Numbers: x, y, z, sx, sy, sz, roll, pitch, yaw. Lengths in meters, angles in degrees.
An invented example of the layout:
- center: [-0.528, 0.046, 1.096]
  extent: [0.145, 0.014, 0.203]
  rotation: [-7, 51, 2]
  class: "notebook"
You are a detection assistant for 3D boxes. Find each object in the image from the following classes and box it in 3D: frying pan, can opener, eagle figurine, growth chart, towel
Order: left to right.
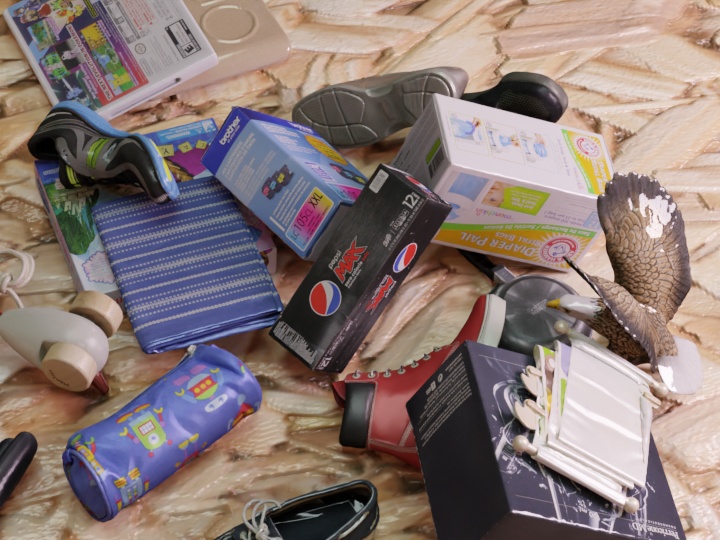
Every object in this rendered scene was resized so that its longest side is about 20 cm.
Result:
- center: [-0.345, 0.222, 1.594]
  extent: [0.063, 0.079, 0.200]
  rotation: [-18, 35, 34]
  class: "can opener"
- center: [-0.171, -0.007, 1.768]
  extent: [0.145, 0.024, 0.200]
  rotation: [-15, 51, -14]
  class: "towel"
- center: [0.168, 0.017, 1.818]
  extent: [0.115, 0.031, 0.190]
  rotation: [-8, 54, -11]
  class: "frying pan"
- center: [0.199, 0.121, 1.565]
  extent: [0.145, 0.018, 0.200]
  rotation: [34, 36, -7]
  class: "growth chart"
- center: [0.250, 0.030, 1.695]
  extent: [0.151, 0.200, 0.152]
  rotation: [-15, 52, -17]
  class: "eagle figurine"

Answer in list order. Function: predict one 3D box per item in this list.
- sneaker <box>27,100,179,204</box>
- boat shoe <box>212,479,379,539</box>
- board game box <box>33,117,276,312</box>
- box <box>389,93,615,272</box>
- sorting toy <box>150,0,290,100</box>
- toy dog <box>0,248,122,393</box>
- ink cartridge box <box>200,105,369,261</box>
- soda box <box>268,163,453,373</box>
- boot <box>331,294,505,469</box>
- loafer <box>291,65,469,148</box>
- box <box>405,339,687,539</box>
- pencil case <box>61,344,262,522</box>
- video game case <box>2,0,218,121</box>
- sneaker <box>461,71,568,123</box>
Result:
- center: [-0.258, -0.105, 1.809]
  extent: [0.199, 0.071, 0.083]
  rotation: [26, 63, 34]
  class: "sneaker"
- center: [-0.073, 0.239, 1.585]
  extent: [0.200, 0.062, 0.075]
  rotation: [-17, 54, -17]
  class: "boat shoe"
- center: [-0.212, -0.056, 1.843]
  extent: [0.200, 0.041, 0.200]
  rotation: [-16, 52, -17]
  class: "board game box"
- center: [0.146, -0.086, 1.808]
  extent: [0.200, 0.113, 0.101]
  rotation: [11, 45, -23]
  class: "box"
- center: [-0.201, -0.285, 2.051]
  extent: [0.185, 0.036, 0.200]
  rotation: [-19, 58, -19]
  class: "sorting toy"
- center: [-0.310, 0.073, 1.713]
  extent: [0.200, 0.096, 0.132]
  rotation: [24, 53, 35]
  class: "toy dog"
- center: [-0.066, -0.091, 1.818]
  extent: [0.200, 0.076, 0.136]
  rotation: [41, 16, 29]
  class: "ink cartridge box"
- center: [0.000, 0.000, 1.717]
  extent: [0.063, 0.071, 0.200]
  rotation: [38, 100, 23]
  class: "soda box"
- center: [0.054, 0.092, 1.714]
  extent: [0.144, 0.072, 0.200]
  rotation: [15, 56, 12]
  class: "boot"
- center: [0.024, -0.177, 1.921]
  extent: [0.200, 0.072, 0.063]
  rotation: [-9, 16, 30]
  class: "loafer"
- center: [0.161, 0.179, 1.573]
  extent: [0.200, 0.104, 0.182]
  rotation: [15, 44, -30]
  class: "box"
- center: [-0.183, 0.143, 1.649]
  extent: [0.200, 0.078, 0.087]
  rotation: [-37, 90, -30]
  class: "pencil case"
- center: [-0.278, -0.258, 1.990]
  extent: [0.182, 0.023, 0.200]
  rotation: [-28, 59, -7]
  class: "video game case"
- center: [0.128, -0.140, 1.869]
  extent: [0.199, 0.076, 0.114]
  rotation: [-10, 41, 49]
  class: "sneaker"
